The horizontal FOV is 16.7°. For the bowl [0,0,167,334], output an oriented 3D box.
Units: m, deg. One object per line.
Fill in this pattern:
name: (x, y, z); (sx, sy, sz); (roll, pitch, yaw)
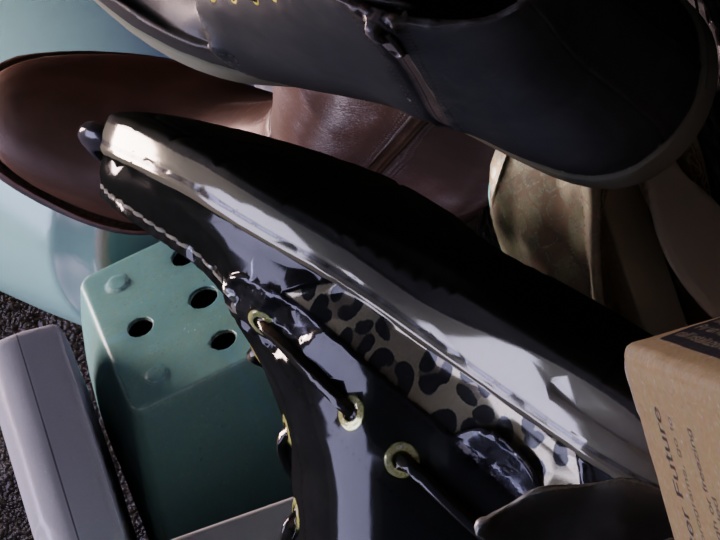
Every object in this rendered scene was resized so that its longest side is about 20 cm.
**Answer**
bowl: (-0.088, -0.048, 1.085); (0.105, 0.200, 0.201); (45, 155, 45)

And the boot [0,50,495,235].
boot: (-0.032, -0.054, 0.766); (0.200, 0.186, 0.064); (131, 150, -77)

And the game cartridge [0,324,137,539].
game cartridge: (-0.113, 0.100, 1.003); (0.200, 0.041, 0.133); (87, 160, -69)

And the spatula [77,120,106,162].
spatula: (0.000, 0.000, 0.773); (0.057, 0.200, 0.021); (-17, 51, 66)

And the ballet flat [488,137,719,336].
ballet flat: (0.086, 0.047, 0.626); (0.062, 0.067, 0.200); (-25, 86, 52)

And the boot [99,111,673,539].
boot: (-0.011, 0.059, 0.622); (0.203, 0.073, 0.154); (31, 107, 31)

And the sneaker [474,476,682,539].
sneaker: (0.099, 0.128, 0.563); (0.060, 0.104, 0.200); (-128, 21, -63)

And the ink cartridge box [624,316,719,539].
ink cartridge box: (0.128, 0.103, 0.437); (0.165, 0.075, 0.200); (-154, 46, -79)

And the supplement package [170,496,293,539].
supplement package: (0.018, 0.119, 0.719); (0.117, 0.200, 0.117); (111, 139, -76)

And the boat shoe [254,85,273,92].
boat shoe: (0.006, -0.025, 0.961); (0.200, 0.072, 0.071); (-104, -8, -58)

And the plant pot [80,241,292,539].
plant pot: (-0.034, 0.078, 1.048); (0.141, 0.141, 0.200); (-119, 6, -47)

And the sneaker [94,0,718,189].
sneaker: (-0.014, -0.088, 0.600); (0.200, 0.075, 0.106); (20, 174, 30)
